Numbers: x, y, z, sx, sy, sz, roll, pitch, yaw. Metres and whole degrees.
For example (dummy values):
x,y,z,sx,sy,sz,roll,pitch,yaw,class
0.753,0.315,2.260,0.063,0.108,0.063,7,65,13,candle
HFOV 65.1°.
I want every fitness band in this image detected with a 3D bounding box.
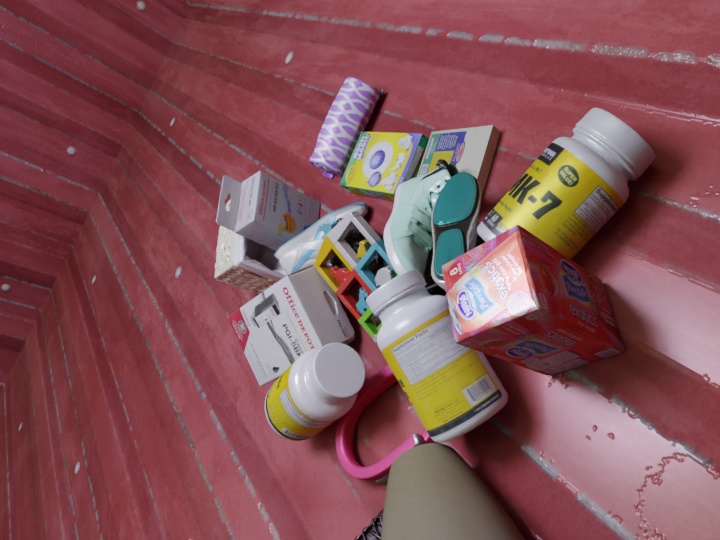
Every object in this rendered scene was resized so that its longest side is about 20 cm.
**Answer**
x,y,z,sx,sy,sz,roll,pitch,yaw,class
0.037,0.224,0.836,0.200,0.037,0.144,-44,44,24,fitness band

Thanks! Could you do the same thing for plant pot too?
x,y,z,sx,sy,sz,roll,pitch,yaw,class
0.096,0.305,0.637,0.187,0.187,0.201,-47,30,21,plant pot

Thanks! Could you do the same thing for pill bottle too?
x,y,z,sx,sy,sz,roll,pitch,yaw,class
-0.070,0.186,0.873,0.200,0.110,0.112,133,141,-51,pill bottle
0.090,0.104,0.717,0.112,0.112,0.201,-37,77,30,pill bottle
0.249,-0.088,0.692,0.200,0.114,0.114,-50,42,14,pill bottle

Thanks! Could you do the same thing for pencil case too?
x,y,z,sx,sy,sz,roll,pitch,yaw,class
-0.033,-0.289,1.141,0.201,0.083,0.085,-64,4,0,pencil case

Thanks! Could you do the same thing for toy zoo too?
x,y,z,sx,sy,sz,roll,pitch,yaw,class
0.000,0.000,0.898,0.200,0.020,0.131,50,129,15,toy zoo

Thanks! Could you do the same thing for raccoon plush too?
x,y,z,sx,sy,sz,roll,pitch,yaw,class
-0.014,-0.003,0.952,0.135,0.096,0.200,-64,27,12,raccoon plush

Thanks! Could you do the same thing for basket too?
x,y,z,sx,sy,sz,roll,pitch,yaw,class
-0.224,-0.064,1.200,0.123,0.135,0.202,-28,52,40,basket

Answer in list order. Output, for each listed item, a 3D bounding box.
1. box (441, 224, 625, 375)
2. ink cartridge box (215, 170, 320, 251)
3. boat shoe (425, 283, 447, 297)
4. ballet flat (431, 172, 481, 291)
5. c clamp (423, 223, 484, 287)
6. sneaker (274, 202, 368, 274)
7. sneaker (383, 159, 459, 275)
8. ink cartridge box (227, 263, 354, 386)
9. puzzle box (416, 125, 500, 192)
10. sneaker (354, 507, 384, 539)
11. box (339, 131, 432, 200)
x,y,z,sx,sy,sz,roll,pitch,yaw,class
0.192,0.043,0.623,0.102,0.199,0.095,-30,52,36,box
-0.178,-0.114,1.119,0.068,0.199,0.116,-21,57,40,ink cartridge box
0.113,0.050,0.784,0.200,0.057,0.067,-35,57,38,boat shoe
0.131,-0.045,0.760,0.069,0.069,0.201,-26,38,38,ballet flat
0.136,0.028,0.828,0.199,0.027,0.172,-29,61,41,c clamp
-0.063,-0.057,1.067,0.199,0.081,0.077,-35,2,12,sneaker
0.102,-0.079,0.829,0.118,0.074,0.202,-26,41,37,sneaker
-0.126,0.098,0.988,0.200,0.083,0.148,-32,83,40,ink cartridge box
0.141,-0.133,0.908,0.133,0.025,0.202,10,79,50,puzzle box
0.009,0.368,0.733,0.076,0.115,0.201,32,97,51,sneaker
0.039,-0.194,1.038,0.199,0.048,0.118,18,85,52,box
